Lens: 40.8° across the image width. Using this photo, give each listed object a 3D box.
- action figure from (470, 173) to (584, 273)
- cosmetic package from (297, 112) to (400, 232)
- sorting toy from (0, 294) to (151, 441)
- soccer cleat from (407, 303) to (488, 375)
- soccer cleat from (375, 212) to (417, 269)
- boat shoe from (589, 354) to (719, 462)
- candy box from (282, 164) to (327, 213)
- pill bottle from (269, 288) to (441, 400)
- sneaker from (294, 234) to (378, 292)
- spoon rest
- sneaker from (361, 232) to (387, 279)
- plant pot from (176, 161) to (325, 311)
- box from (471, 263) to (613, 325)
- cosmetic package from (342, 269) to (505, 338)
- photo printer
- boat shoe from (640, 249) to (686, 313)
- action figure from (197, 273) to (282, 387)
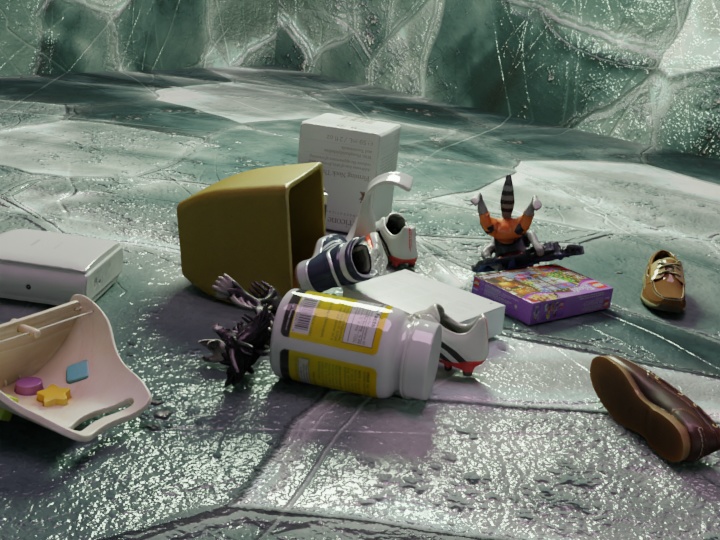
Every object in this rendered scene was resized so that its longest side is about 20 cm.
[{"bbox_3d":[0.286,-0.069,1.690,0.197,0.194,0.106,-6,54,8],"label":"action figure"},{"bbox_3d":[-0.025,-0.194,1.924,0.165,0.203,0.166,10,18,14],"label":"cosmetic package"},{"bbox_3d":[-0.330,0.125,1.059,0.178,0.108,0.199,24,24,25],"label":"sorting toy"},{"bbox_3d":[0.074,0.082,1.291,0.197,0.086,0.069,9,18,8],"label":"soccer cleat"},{"bbox_3d":[0.049,-0.070,1.761,0.068,0.086,0.200,-3,20,-24],"label":"soccer cleat"},{"bbox_3d":[0.359,0.166,1.186,0.069,0.071,0.200,-9,31,-20],"label":"boat shoe"},{"bbox_3d":[-0.107,-0.098,1.713,0.060,0.138,0.200,3,18,-13],"label":"candy box"},{"bbox_3d":[-0.004,0.095,1.208,0.197,0.116,0.114,11,19,13],"label":"pill bottle"},{"bbox_3d":[-0.021,-0.020,1.478,0.107,0.071,0.200,-20,11,20],"label":"sneaker"},{"bbox_3d":[0.015,-0.100,1.696,0.060,0.200,0.100,31,36,-11],"label":"spoon rest"},{"bbox_3d":[0.000,0.000,1.601,0.081,0.078,0.200,-18,14,9],"label":"sneaker"},{"bbox_3d":[-0.173,-0.058,1.510,0.197,0.197,0.196,3,17,14],"label":"plant pot"},{"bbox_3d":[0.301,0.035,1.601,0.198,0.040,0.136,-8,24,-37],"label":"box"},{"bbox_3d":[0.092,0.060,1.444,0.198,0.052,0.150,21,26,39],"label":"cosmetic package"},{"bbox_3d":[-0.473,-0.008,1.438,0.197,0.070,0.167,8,18,4],"label":"photo printer"},{"bbox_3d":[0.525,0.014,1.678,0.074,0.075,0.200,8,18,7],"label":"boat shoe"},{"bbox_3d":[-0.154,0.074,1.234,0.101,0.120,0.200,24,10,3],"label":"action figure"}]
